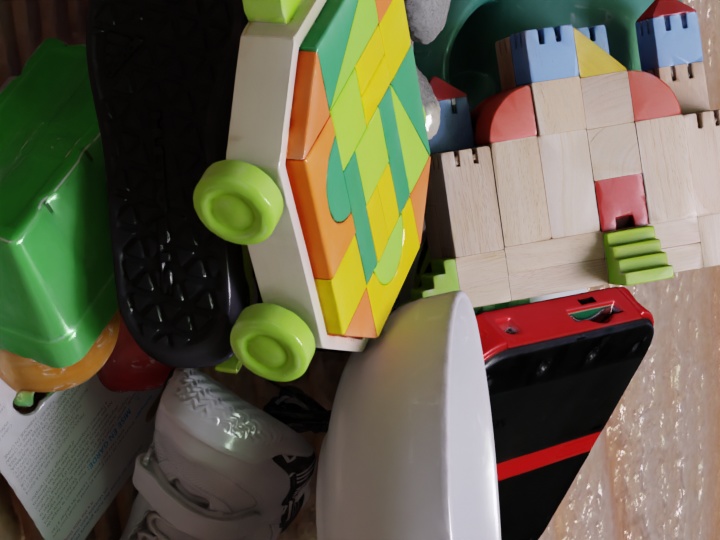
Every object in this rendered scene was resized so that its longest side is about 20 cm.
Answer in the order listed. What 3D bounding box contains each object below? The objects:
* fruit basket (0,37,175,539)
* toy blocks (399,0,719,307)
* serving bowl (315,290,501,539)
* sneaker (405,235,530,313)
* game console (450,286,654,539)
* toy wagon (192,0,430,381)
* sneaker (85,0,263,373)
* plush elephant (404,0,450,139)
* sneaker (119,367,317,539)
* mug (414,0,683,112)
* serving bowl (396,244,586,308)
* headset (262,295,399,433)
[{"bbox_3d":[-0.119,0.005,0.823,0.186,0.093,0.201,-57,154,-28],"label":"fruit basket"},{"bbox_3d":[0.105,-0.061,0.917,0.198,0.100,0.138,-10,94,-11],"label":"toy blocks"},{"bbox_3d":[0.021,0.110,0.800,0.200,0.065,0.202,-4,90,-80],"label":"serving bowl"},{"bbox_3d":[0.057,0.045,0.997,0.083,0.074,0.201,25,88,-14],"label":"sneaker"},{"bbox_3d":[0.071,0.093,0.989,0.199,0.031,0.178,-8,131,-51],"label":"game console"},{"bbox_3d":[-0.016,-0.062,0.717,0.156,0.039,0.201,-64,152,-43],"label":"toy wagon"},{"bbox_3d":[-0.064,-0.058,0.752,0.083,0.071,0.202,-14,109,-69],"label":"sneaker"},{"bbox_3d":[0.046,-0.190,0.842,0.165,0.154,0.201,-106,180,-47],"label":"plush elephant"},{"bbox_3d":[-0.077,0.119,0.847,0.115,0.075,0.200,-57,170,-14],"label":"sneaker"},{"bbox_3d":[0.107,-0.118,1.018,0.185,0.151,0.115,13,83,-83],"label":"mug"},{"bbox_3d":[0.090,0.067,1.117,0.199,0.065,0.202,-17,112,-52],"label":"serving bowl"},{"bbox_3d":[0.000,0.000,0.941,0.124,0.093,0.201,84,23,-49],"label":"headset"}]
